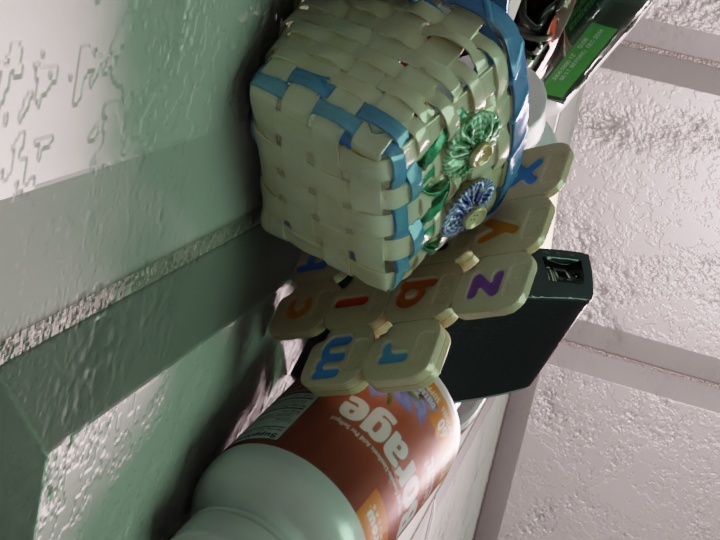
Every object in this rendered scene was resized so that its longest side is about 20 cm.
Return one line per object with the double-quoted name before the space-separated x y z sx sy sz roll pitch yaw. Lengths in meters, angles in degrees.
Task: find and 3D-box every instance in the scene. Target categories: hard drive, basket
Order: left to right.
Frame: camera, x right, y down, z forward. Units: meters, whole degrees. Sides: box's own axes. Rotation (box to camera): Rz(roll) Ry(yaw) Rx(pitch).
"basket" 0.031 -0.101 0.723 0.201 0.138 0.177 -58 161 -28
"hard drive" 0.062 0.042 0.916 0.136 0.198 0.043 -61 -137 39

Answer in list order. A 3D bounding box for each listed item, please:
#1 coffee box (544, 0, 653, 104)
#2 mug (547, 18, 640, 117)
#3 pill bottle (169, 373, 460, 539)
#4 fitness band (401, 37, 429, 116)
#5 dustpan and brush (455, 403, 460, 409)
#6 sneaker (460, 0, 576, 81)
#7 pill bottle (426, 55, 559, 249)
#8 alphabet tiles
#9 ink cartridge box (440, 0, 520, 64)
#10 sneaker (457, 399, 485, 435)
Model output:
"coffee box" 0.157 -0.248 1.060 0.123 0.044 0.202 -50 -140 44
"mug" 0.166 -0.215 1.211 0.154 0.149 0.187 -57 161 -7
"pill bottle" -0.028 0.132 0.777 0.200 0.111 0.113 -43 148 -51
"fitness band" 0.052 -0.114 1.062 0.200 0.037 0.145 -11 115 -78
"dustpan and brush" 0.016 0.136 0.964 0.200 0.057 0.141 -48 137 -52
"sneaker" 0.111 -0.173 0.965 0.082 0.076 0.202 -63 173 -73
"pill bottle" 0.086 -0.053 0.947 0.201 0.111 0.113 88 21 -52
"alphabet tiles" 0.034 -0.013 0.787 0.015 0.194 0.202 45 52 -33
"ink cartridge box" 0.087 -0.243 0.854 0.118 0.067 0.201 92 16 -54
"sneaker" 0.074 0.105 1.172 0.201 0.077 0.113 -77 175 -54
